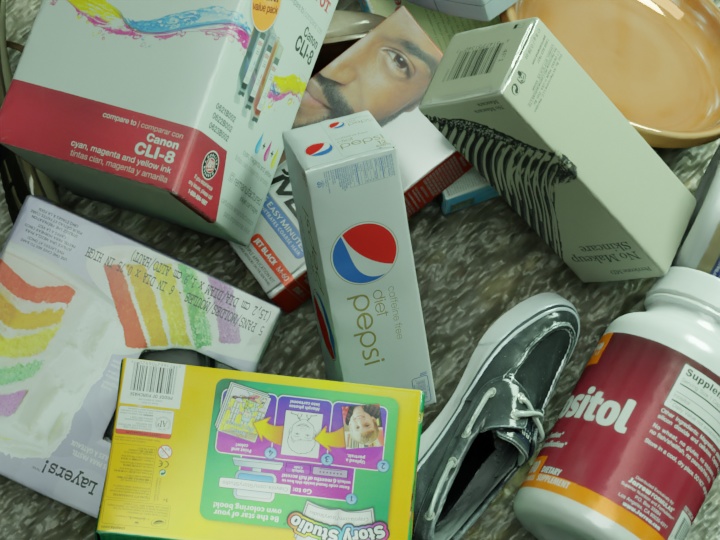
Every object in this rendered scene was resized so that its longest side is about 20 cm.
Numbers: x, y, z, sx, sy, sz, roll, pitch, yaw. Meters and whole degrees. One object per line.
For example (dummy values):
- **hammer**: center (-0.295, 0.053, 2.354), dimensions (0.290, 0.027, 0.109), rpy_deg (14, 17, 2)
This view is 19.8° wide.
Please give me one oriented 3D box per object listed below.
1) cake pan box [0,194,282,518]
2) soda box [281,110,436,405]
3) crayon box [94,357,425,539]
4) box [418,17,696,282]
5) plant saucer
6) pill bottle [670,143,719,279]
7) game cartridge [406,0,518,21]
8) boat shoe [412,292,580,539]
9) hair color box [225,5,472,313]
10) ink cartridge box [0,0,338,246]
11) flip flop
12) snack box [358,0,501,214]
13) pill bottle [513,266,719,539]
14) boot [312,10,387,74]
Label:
- **cake pan box**: center (-0.171, 0.071, 1.401), dimensions (0.200, 0.052, 0.184), rpy_deg (26, 90, 0)
- **soda box**: center (0.000, 0.000, 1.383), dimensions (0.064, 0.200, 0.068), rpy_deg (-15, 30, -10)
- **crayon box**: center (-0.063, 0.130, 1.329), dimensions (0.200, 0.058, 0.119), rpy_deg (7, 67, -1)
- **box**: center (0.135, -0.077, 1.390), dimensions (0.200, 0.082, 0.068), rpy_deg (43, 59, -31)
- **plant saucer**: center (0.186, -0.159, 1.479), dimensions (0.200, 0.037, 0.200), rpy_deg (15, 45, -15)
- **pill bottle**: center (0.326, -0.010, 1.433), dimensions (0.200, 0.116, 0.116), rpy_deg (23, 73, 3)
- **game cartridge**: center (0.062, -0.248, 1.488), dimensions (0.133, 0.042, 0.200), rpy_deg (-33, 43, -21)
- **boat shoe**: center (0.094, 0.105, 1.402), dimensions (0.200, 0.072, 0.068), rpy_deg (-49, 38, -12)
- **hair color box**: center (-0.011, -0.077, 1.450), dimensions (0.200, 0.064, 0.111), rpy_deg (-39, 75, 0)
- **ink cartridge box**: center (-0.125, -0.142, 1.381), dimensions (0.144, 0.145, 0.200), rpy_deg (16, 82, 20)
- **flip flop**: center (-0.234, -0.106, 1.473), dimensions (0.058, 0.081, 0.200), rpy_deg (-15, 79, -22)
- **snack box**: center (0.079, -0.152, 1.512), dimensions (0.116, 0.037, 0.200), rpy_deg (-19, 74, -6)
- **pill bottle**: center (0.195, 0.103, 1.396), dimensions (0.113, 0.113, 0.200), rpy_deg (28, 73, 7)
- **boot**: center (-0.088, -0.208, 1.502), dimensions (0.200, 0.070, 0.146), rpy_deg (-14, 75, 1)
